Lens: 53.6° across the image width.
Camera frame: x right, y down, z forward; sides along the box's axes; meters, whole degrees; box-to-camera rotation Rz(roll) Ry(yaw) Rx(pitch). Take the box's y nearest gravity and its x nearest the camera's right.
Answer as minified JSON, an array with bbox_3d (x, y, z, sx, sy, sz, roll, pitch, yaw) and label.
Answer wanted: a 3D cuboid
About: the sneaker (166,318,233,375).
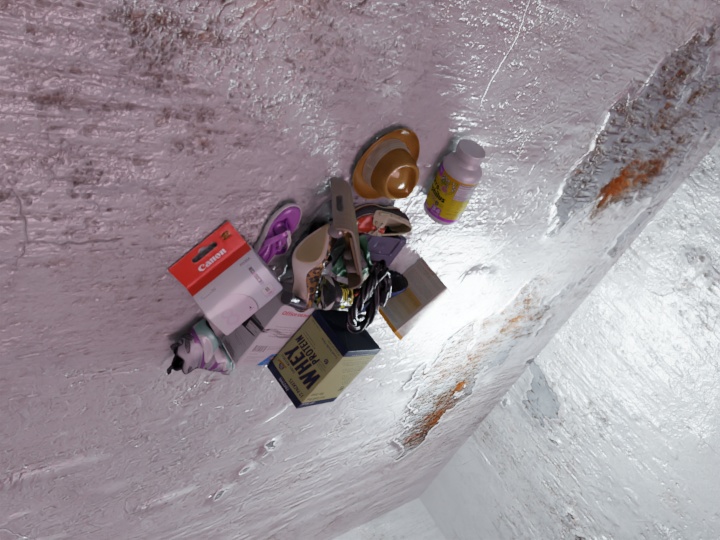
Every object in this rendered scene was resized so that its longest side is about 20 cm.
[{"bbox_3d":[-0.379,0.206,1.640,0.138,0.078,0.202,-32,141,-11],"label":"sneaker"}]

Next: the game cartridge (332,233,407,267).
[{"bbox_3d":[0.026,-0.041,1.817,0.198,0.038,0.131,4,125,-52],"label":"game cartridge"}]

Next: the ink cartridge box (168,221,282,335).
[{"bbox_3d":[-0.273,0.022,1.468,0.161,0.057,0.201,-38,139,-2],"label":"ink cartridge box"}]

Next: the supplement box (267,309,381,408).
[{"bbox_3d":[-0.088,0.219,1.786,0.200,0.135,0.199,-48,158,16],"label":"supplement box"}]

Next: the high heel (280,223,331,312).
[{"bbox_3d":[-0.105,-0.005,1.585,0.204,0.070,0.142,-61,164,-2],"label":"high heel"}]

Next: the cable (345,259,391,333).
[{"bbox_3d":[0.018,0.063,1.730,0.163,0.050,0.202,-45,158,-29],"label":"cable"}]

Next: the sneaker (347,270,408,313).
[{"bbox_3d":[0.042,0.062,1.956,0.195,0.077,0.079,-20,156,-18],"label":"sneaker"}]

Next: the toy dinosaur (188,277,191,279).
[{"bbox_3d":[-0.290,0.039,1.545,0.195,0.061,0.108,-4,126,-30],"label":"toy dinosaur"}]

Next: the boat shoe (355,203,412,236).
[{"bbox_3d":[0.045,-0.113,1.706,0.197,0.063,0.072,-5,139,-45],"label":"boat shoe"}]

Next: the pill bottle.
[{"bbox_3d":[0.233,-0.216,1.744,0.102,0.105,0.203,-15,143,-37],"label":"pill bottle"}]

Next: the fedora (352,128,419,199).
[{"bbox_3d":[0.074,-0.214,1.574,0.197,0.082,0.203,-29,151,-18],"label":"fedora"}]

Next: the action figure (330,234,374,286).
[{"bbox_3d":[0.000,0.000,1.761,0.118,0.055,0.200,-41,155,-3],"label":"action figure"}]

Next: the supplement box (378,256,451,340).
[{"bbox_3d":[0.145,0.080,2.033,0.199,0.127,0.074,-40,151,2],"label":"supplement box"}]

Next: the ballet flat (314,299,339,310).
[{"bbox_3d":[-0.092,0.107,1.836,0.070,0.070,0.198,-47,152,15],"label":"ballet flat"}]

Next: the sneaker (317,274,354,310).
[{"bbox_3d":[-0.051,0.050,1.609,0.082,0.077,0.200,2,179,-9],"label":"sneaker"}]

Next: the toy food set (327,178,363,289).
[{"bbox_3d":[-0.036,-0.078,1.555,0.058,0.146,0.203,-8,140,2],"label":"toy food set"}]

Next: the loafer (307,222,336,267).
[{"bbox_3d":[-0.097,-0.017,1.638,0.069,0.074,0.203,4,133,-22],"label":"loafer"}]

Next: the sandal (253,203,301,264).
[{"bbox_3d":[-0.180,-0.056,1.525,0.081,0.050,0.204,1,133,-51],"label":"sandal"}]

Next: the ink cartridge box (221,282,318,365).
[{"bbox_3d":[-0.215,0.129,1.709,0.201,0.085,0.143,-49,152,18],"label":"ink cartridge box"}]
